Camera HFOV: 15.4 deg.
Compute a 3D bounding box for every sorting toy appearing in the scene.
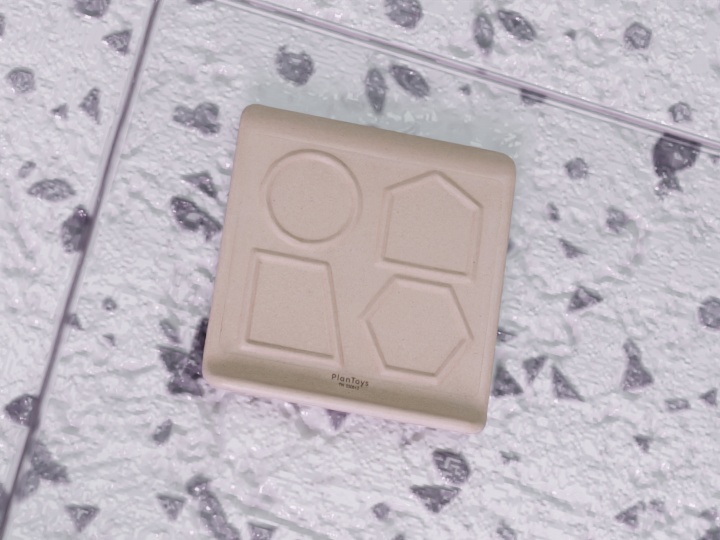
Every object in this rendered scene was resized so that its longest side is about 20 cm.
[{"bbox_3d":[0.000,0.000,1.702,0.184,0.036,0.201,11,68,-8],"label":"sorting toy"}]
